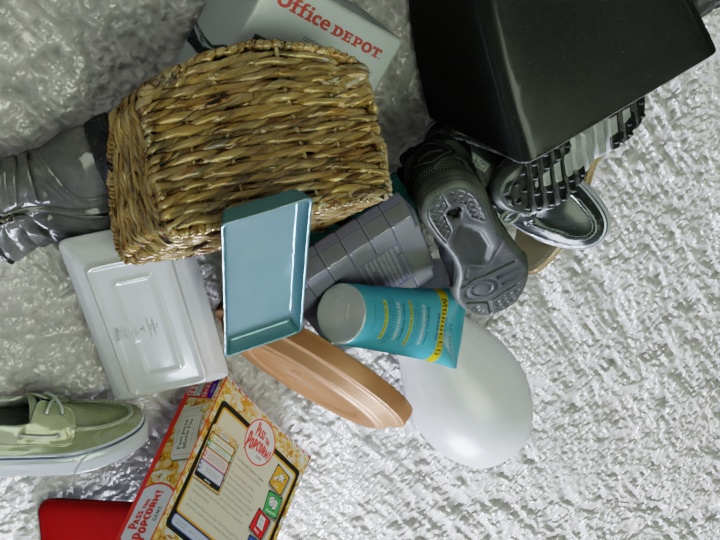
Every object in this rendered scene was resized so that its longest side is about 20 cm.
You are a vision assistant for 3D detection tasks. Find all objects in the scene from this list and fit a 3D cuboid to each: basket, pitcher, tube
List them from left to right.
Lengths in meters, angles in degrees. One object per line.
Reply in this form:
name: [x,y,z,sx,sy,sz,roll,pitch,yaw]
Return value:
basket: [-0.098,-0.095,1.087,0.199,0.149,0.144,-12,87,-24]
tube: [0.039,0.045,1.229,0.199,0.050,0.078,9,95,-55]
pitcher: [0.070,0.113,1.381,0.171,0.121,0.201,-32,118,4]

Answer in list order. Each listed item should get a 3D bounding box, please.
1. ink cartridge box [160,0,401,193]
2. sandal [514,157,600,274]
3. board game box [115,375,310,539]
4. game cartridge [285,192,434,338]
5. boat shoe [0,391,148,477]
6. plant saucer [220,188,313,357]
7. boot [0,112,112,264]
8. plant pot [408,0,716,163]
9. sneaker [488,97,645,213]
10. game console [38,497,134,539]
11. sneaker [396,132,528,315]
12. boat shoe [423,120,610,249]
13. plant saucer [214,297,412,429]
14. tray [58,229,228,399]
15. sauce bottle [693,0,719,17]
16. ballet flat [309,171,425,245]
ink cartridge box: [-0.079,-0.149,1.162,0.146,0.083,0.201,22,104,-36]
sandal: [0.191,-0.105,1.345,0.069,0.078,0.213,33,90,-36]
board game box: [-0.137,0.222,1.297,0.152,0.046,0.201,50,52,-38]
game cartridge: [0.000,0.000,1.217,0.129,0.038,0.200,-36,163,-2]
boat shoe: [-0.284,0.140,1.222,0.198,0.072,0.062,-8,123,-22]
plant saucer: [-0.075,0.004,1.058,0.069,0.019,0.201,-18,151,-15]
boot: [-0.238,-0.034,1.162,0.131,0.070,0.201,-22,128,-2]
plant pot: [0.149,-0.235,1.181,0.199,0.199,0.178,-29,116,-11]
sneaker: [0.163,-0.112,1.219,0.200,0.090,0.067,-38,129,-34]
game console: [-0.212,0.284,1.377,0.172,0.118,0.201,-36,136,-47]
sneaker: [0.091,-0.048,1.233,0.076,0.115,0.200,-24,138,10]
boat shoe: [0.147,-0.077,1.281,0.199,0.068,0.074,36,106,-8]
plant saucer: [-0.046,0.088,1.242,0.200,0.200,0.032,41,73,-38]
tray: [-0.182,0.042,1.189,0.106,0.022,0.201,-11,134,-1]
sauce bottle: [0.265,-0.218,1.323,0.199,0.066,0.066,-34,128,-5]
ballet flat: [-0.010,-0.029,1.291,0.199,0.072,0.072,-27,127,-10]
